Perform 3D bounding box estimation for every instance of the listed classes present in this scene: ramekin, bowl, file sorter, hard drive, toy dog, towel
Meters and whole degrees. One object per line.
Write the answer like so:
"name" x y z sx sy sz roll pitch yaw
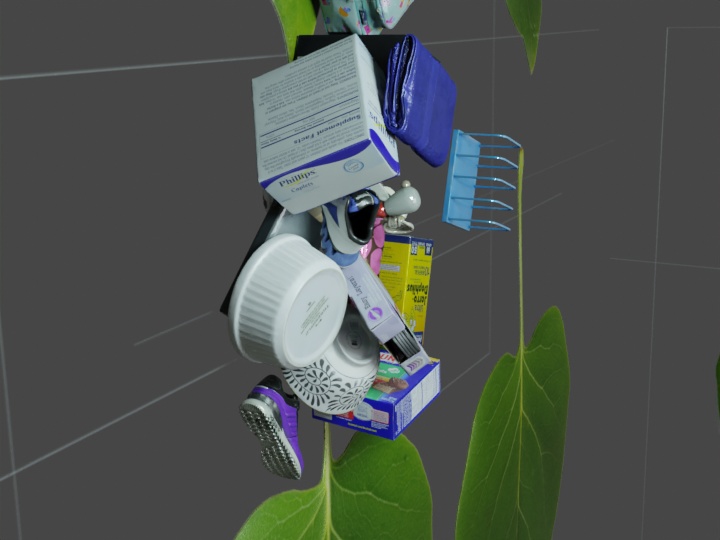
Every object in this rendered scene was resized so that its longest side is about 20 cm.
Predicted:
"ramekin" -0.101 0.054 1.597 0.202 0.093 0.205 -35 136 -43
"bowl" -0.031 0.125 1.738 0.199 0.094 0.204 20 57 -34
"file sorter" 0.269 -0.192 2.329 0.138 0.121 0.203 13 85 -62
"hard drive" -0.132 -0.002 1.639 0.202 0.033 0.139 -64 150 -8
"toy dog" -0.001 -0.125 1.780 0.132 0.197 0.098 92 -4 -71
"towel" 0.088 -0.250 1.600 0.200 0.049 0.150 26 72 -64

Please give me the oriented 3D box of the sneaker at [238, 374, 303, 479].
"sneaker" -0.124 0.249 1.713 0.100 0.069 0.202 -61 146 -41

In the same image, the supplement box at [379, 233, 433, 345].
"supplement box" 0.058 0.035 1.979 0.108 0.108 0.203 3 93 -62

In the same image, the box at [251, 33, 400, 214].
"box" -0.054 -0.212 1.556 0.105 0.182 0.202 45 32 -52

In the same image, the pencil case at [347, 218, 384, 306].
"pencil case" 0.000 0.000 1.885 0.094 0.089 0.203 -171 -95 -80

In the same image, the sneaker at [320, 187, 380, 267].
"sneaker" -0.022 -0.116 1.617 0.080 0.115 0.202 -12 79 -33

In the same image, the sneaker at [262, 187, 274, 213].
"sneaker" -0.086 -0.148 1.693 0.200 0.080 0.076 -44 135 -48

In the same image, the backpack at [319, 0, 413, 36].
"backpack" 0.003 -0.493 1.726 0.177 0.152 0.201 -55 135 -34

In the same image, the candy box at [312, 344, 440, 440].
"candy box" 0.031 0.209 1.897 0.200 0.167 0.078 -33 129 -57

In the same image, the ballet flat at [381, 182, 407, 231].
"ballet flat" 0.046 -0.121 1.964 0.200 0.070 0.070 41 59 -58

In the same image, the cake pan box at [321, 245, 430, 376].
"cake pan box" 0.026 0.058 1.712 0.052 0.201 0.184 -35 142 5

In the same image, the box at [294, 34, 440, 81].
"box" 0.010 -0.323 1.714 0.141 0.197 0.080 21 77 -62
